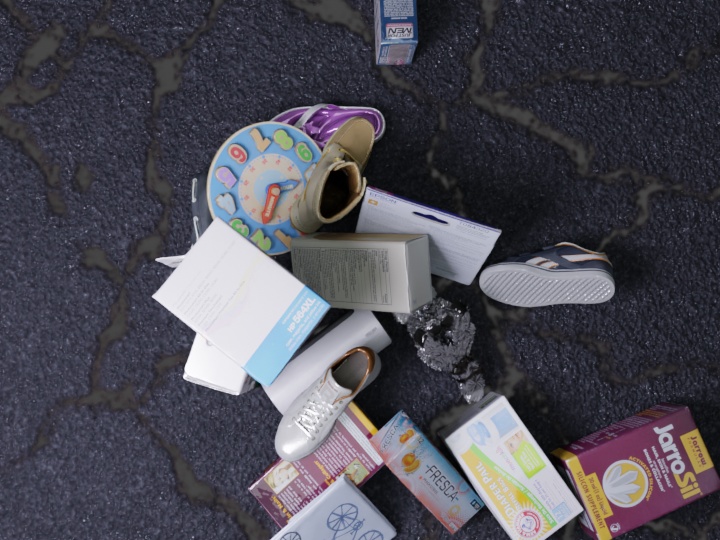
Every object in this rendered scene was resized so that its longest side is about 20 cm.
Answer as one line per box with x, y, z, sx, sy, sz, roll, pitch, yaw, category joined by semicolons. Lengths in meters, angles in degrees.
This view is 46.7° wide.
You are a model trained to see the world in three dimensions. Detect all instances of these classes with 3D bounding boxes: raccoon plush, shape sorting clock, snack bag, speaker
0.106;0.106;1.273;0.096;0.134;0.201;-23;118;-17;raccoon plush
-0.134;-0.122;1.256;0.199;0.039;0.202;-8;106;-30;shape sorting clock
-0.058;0.401;1.198;0.200;0.189;0.021;-40;42;-5;snack bag
-0.053;0.136;1.252;0.199;0.081;0.081;-37;86;-3;speaker

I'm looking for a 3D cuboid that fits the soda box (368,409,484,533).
0.097;0.291;1.197;0.068;0.064;0.200;-41;124;-4;soda box

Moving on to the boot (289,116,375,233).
-0.023;-0.147;1.206;0.073;0.155;0.201;36;78;-12;boot

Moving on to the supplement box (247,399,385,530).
-0.055;0.290;1.235;0.200;0.086;0.110;-42;87;-4;supplement box

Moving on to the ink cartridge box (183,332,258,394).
-0.175;0.094;1.194;0.083;0.200;0.147;17;85;1;ink cartridge box

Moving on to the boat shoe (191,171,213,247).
-0.228;-0.052;1.273;0.060;0.076;0.202;-2;79;15;boat shoe

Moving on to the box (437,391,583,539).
0.217;0.295;1.230;0.112;0.101;0.201;-36;86;-4;box

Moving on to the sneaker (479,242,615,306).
0.284;0.006;1.272;0.198;0.079;0.080;3;41;13;sneaker

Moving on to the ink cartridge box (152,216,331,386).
-0.151;0.032;1.035;0.200;0.129;0.126;39;84;0;ink cartridge box

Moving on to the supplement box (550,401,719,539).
0.404;0.295;1.232;0.199;0.103;0.132;-24;85;-3;supplement box

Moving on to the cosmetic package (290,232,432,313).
0.000;0.000;1.211;0.199;0.071;0.106;4;104;32;cosmetic package

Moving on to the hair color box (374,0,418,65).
0.052;-0.432;1.291;0.060;0.100;0.202;-2;85;-2;hair color box

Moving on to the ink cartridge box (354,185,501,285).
0.094;-0.059;1.212;0.195;0.200;0.044;18;65;1;ink cartridge box

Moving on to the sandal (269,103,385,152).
-0.061;-0.224;1.297;0.201;0.050;0.083;-12;85;-1;sandal

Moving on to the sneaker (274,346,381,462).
-0.054;0.181;1.167;0.073;0.085;0.200;39;85;15;sneaker
